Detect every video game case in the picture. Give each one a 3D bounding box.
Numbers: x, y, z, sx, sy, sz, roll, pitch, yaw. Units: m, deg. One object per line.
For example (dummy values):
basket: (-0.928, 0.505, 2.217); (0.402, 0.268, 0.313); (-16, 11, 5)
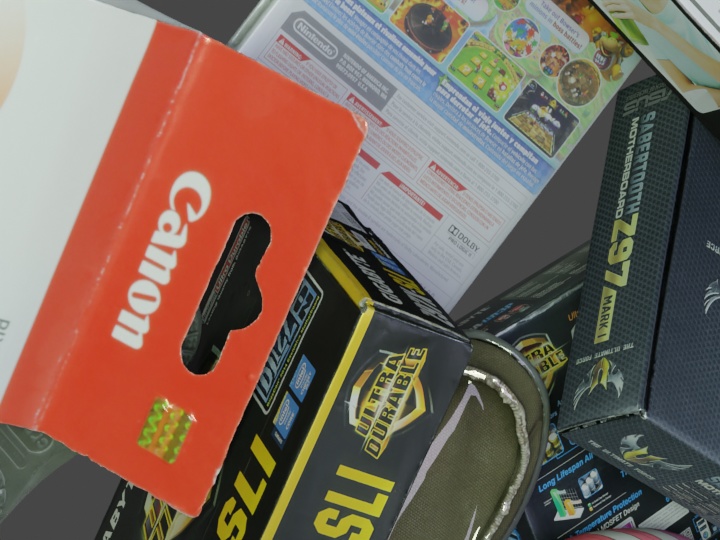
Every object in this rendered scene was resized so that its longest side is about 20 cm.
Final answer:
video game case: (0.030, -0.084, 0.982); (0.143, 0.018, 0.200); (38, 89, -26)

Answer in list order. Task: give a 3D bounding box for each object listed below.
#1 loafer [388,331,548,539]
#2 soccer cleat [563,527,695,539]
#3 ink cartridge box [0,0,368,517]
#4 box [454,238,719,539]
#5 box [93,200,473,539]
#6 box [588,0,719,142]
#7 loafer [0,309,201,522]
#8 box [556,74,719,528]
loafer: (0.008, 0.117, 0.966); (0.075, 0.070, 0.201); (30, 103, 3)
soccer cleat: (0.159, 0.151, 0.999); (0.199, 0.076, 0.067); (20, 83, -19)
ink cartridge box: (-0.119, -0.022, 0.852); (0.199, 0.050, 0.163); (28, 106, 12)
box: (0.131, 0.061, 1.066); (0.199, 0.046, 0.160); (-31, 106, -29)
box: (-0.040, 0.081, 0.909); (0.049, 0.160, 0.201); (20, 102, -23)
box: (0.140, -0.139, 0.947); (0.200, 0.060, 0.117); (44, 74, -12)
loafer: (-0.154, 0.054, 0.939); (0.199, 0.070, 0.075); (-32, 132, -9)
box: (0.174, 0.032, 1.014); (0.199, 0.051, 0.159); (31, 59, -31)
